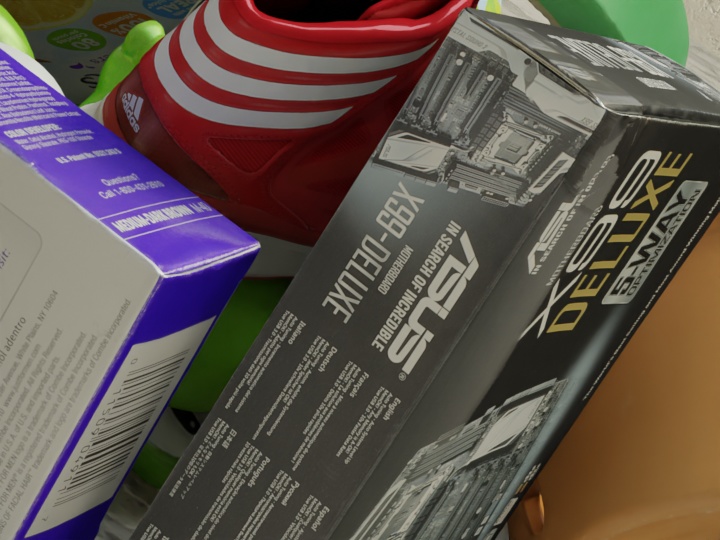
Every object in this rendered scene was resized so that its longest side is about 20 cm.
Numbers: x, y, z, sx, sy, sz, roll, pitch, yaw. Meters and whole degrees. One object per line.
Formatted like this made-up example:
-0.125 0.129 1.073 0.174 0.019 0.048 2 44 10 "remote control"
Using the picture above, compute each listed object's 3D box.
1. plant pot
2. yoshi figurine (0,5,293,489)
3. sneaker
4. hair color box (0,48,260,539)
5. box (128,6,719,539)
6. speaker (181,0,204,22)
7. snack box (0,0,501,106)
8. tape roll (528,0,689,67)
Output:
0.128 0.073 0.831 0.199 0.200 0.141 30 41 -13 "plant pot"
-0.088 -0.026 0.765 0.200 0.112 0.112 52 -6 -9 "yoshi figurine"
0.021 -0.046 0.736 0.199 0.115 0.079 -3 58 -49 "sneaker"
-0.138 -0.017 0.681 0.200 0.110 0.065 37 20 13 "hair color box"
0.022 0.027 0.703 0.050 0.201 0.158 37 14 18 "box"
0.030 -0.044 0.884 0.199 0.082 0.081 10 25 -36 "speaker"
-0.067 -0.108 0.919 0.199 0.053 0.142 -14 -24 43 "snack box"
0.043 -0.113 1.102 0.199 0.048 0.201 23 -28 13 "tape roll"
